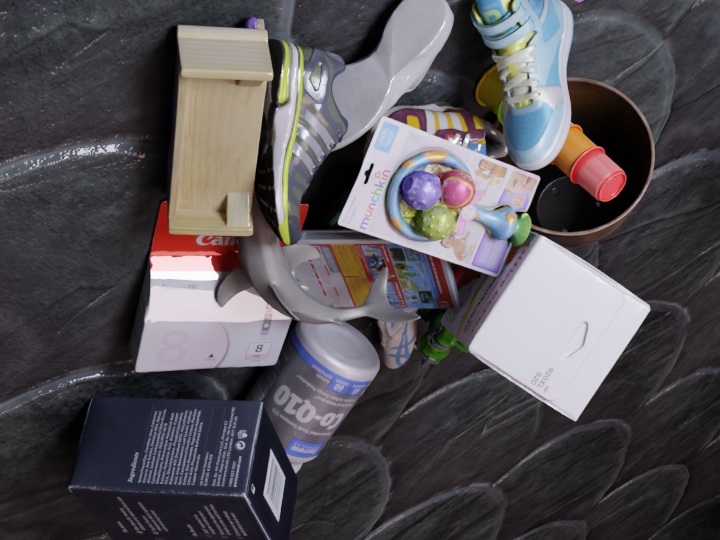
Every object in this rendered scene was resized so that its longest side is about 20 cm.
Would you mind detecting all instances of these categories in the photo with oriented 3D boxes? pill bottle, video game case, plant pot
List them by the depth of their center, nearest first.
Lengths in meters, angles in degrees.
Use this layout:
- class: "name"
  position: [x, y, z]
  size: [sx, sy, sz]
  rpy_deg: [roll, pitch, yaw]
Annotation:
- class: "video game case"
  position: [0.000, 0.000, 1.371]
  size: [0.200, 0.017, 0.143]
  rpy_deg: [0, 148, 14]
- class: "plant pot"
  position: [0.251, -0.104, 1.494]
  size: [0.187, 0.187, 0.200]
  rpy_deg: [-39, 162, -1]
- class: "pill bottle"
  position: [-0.074, 0.158, 1.511]
  size: [0.114, 0.114, 0.200]
  rpy_deg: [7, 125, -49]

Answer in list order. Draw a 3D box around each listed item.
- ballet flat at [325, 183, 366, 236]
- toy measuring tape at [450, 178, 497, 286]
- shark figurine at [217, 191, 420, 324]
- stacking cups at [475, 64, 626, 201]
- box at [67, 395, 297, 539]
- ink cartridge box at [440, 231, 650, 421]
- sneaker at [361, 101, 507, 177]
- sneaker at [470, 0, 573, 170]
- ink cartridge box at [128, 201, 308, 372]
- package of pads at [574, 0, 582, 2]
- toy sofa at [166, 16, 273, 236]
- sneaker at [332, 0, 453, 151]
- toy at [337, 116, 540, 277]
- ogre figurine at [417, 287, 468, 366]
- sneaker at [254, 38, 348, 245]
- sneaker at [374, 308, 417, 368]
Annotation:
- class: "ballet flat"
  position: [0.028, -0.063, 1.397]
  size: [0.068, 0.068, 0.200]
  rpy_deg: [-40, 156, 29]
- class: "toy measuring tape"
  position: [0.104, -0.036, 1.371]
  size: [0.074, 0.074, 0.200]
  rpy_deg: [-28, 156, -19]
- class: "shark figurine"
  position: [-0.055, 0.029, 1.278]
  size: [0.214, 0.090, 0.128]
  rpy_deg: [32, 102, -28]
- class: "stacking cups"
  position: [0.207, -0.146, 1.352]
  size: [0.060, 0.200, 0.061]
  rpy_deg: [-28, 147, -20]
- class: "box"
  position: [-0.190, 0.236, 1.399]
  size: [0.200, 0.118, 0.197]
  rpy_deg: [0, 146, 11]
- class: "ink cartridge box"
  position: [0.197, 0.048, 1.381]
  size: [0.147, 0.145, 0.200]
  rpy_deg: [-58, -172, 3]
- class: "sneaker"
  position: [0.081, -0.130, 1.304]
  size: [0.200, 0.090, 0.075]
  rpy_deg: [-27, 133, -51]
- class: "sneaker"
  position: [0.155, -0.211, 1.275]
  size: [0.079, 0.200, 0.131]
  rpy_deg: [-11, 155, 34]
- class: "ink cartridge box"
  position: [-0.145, 0.021, 1.304]
  size: [0.162, 0.057, 0.200]
  rpy_deg: [-1, 137, -24]
- class: "package of pads"
  position: [0.168, -0.348, 1.148]
  size: [0.076, 0.121, 0.200]
  rpy_deg: [-38, 148, 7]
- class: "toy sofa"
  position: [-0.134, -0.133, 1.152]
  size: [0.083, 0.098, 0.200]
  rpy_deg: [0, 135, -12]
- class: "sneaker"
  position: [0.021, -0.185, 1.248]
  size: [0.200, 0.075, 0.088]
  rpy_deg: [-42, 166, 7]
- class: "toy"
  position: [0.090, -0.066, 1.251]
  size: [0.200, 0.047, 0.115]
  rpy_deg: [17, 101, -31]
- class: "ogre figurine"
  position: [0.127, 0.049, 1.581]
  size: [0.098, 0.200, 0.120]
  rpy_deg: [21, 137, -12]
- class: "sneaker"
  position: [-0.053, -0.117, 1.186]
  size: [0.081, 0.074, 0.200]
  rpy_deg: [-3, 115, -20]
- class: "sneaker"
  position: [0.040, 0.053, 1.555]
  size: [0.072, 0.072, 0.200]
  rpy_deg: [-1, 142, -7]
